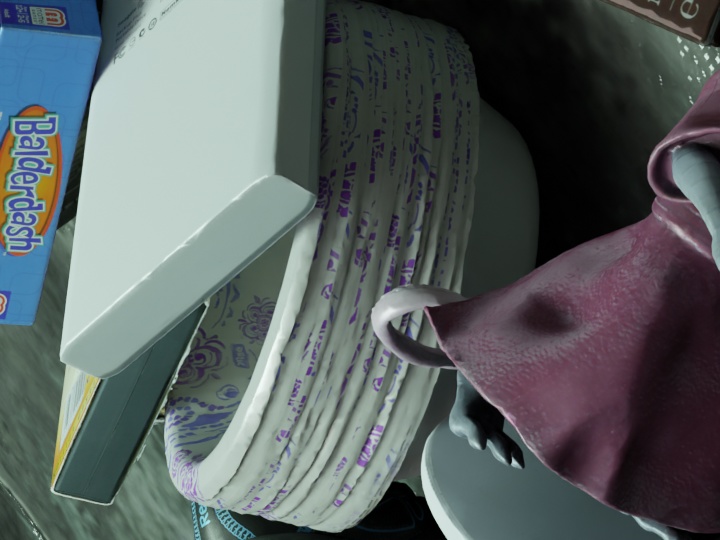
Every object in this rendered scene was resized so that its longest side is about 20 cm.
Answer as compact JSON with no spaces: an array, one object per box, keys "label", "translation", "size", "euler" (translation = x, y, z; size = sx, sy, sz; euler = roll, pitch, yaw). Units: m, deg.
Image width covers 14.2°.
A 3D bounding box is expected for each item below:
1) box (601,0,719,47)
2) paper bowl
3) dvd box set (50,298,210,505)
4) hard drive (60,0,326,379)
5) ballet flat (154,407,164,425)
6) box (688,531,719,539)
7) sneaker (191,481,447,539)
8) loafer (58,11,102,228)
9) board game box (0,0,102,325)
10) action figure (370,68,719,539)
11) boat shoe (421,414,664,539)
[{"label":"box","translation":[0.049,-0.152,0.892],"size":[0.199,0.075,0.101],"euler":[26,104,22]},{"label":"paper bowl","translation":[0.000,0.000,1.115],"size":[0.104,0.202,0.201],"euler":[13,153,-14]},{"label":"dvd box set","translation":[-0.088,-0.025,1.202],"size":[0.029,0.201,0.147],"euler":[14,138,-13]},{"label":"hard drive","translation":[-0.060,-0.072,1.089],"size":[0.027,0.201,0.132],"euler":[28,132,-27]},{"label":"ballet flat","translation":[-0.082,0.006,1.343],"size":[0.074,0.074,0.201],"euler":[41,148,25]},{"label":"box","translation":[0.124,0.085,1.096],"size":[0.141,0.079,0.200],"euler":[53,152,-2]},{"label":"sneaker","translation":[0.000,0.107,1.237],"size":[0.073,0.200,0.082],"euler":[-29,70,26]},{"label":"loafer","translation":[-0.155,-0.070,1.369],"size":[0.070,0.075,0.200],"euler":[50,150,6]},{"label":"board game box","translation":[-0.155,-0.100,1.236],"size":[0.201,0.045,0.153],"euler":[-106,26,-47]},{"label":"action figure","translation":[0.122,-0.013,0.945],"size":[0.149,0.134,0.201],"euler":[40,106,46]},{"label":"boat shoe","translation":[0.102,0.126,1.028],"size":[0.199,0.070,0.066],"euler":[33,147,17]}]
